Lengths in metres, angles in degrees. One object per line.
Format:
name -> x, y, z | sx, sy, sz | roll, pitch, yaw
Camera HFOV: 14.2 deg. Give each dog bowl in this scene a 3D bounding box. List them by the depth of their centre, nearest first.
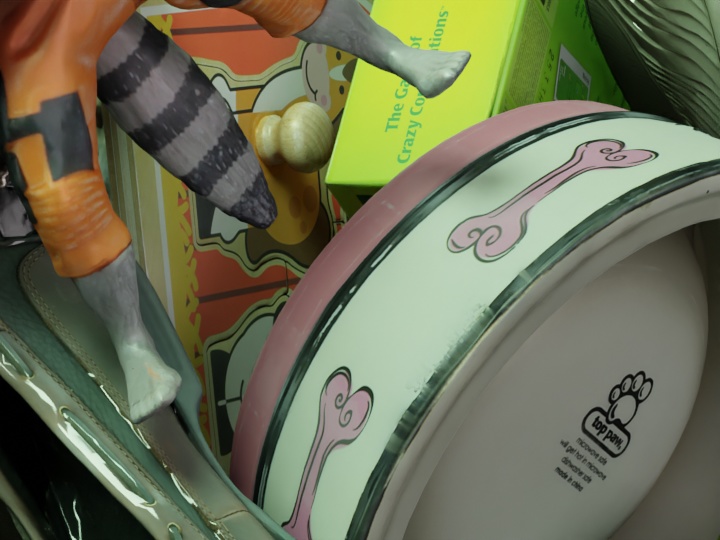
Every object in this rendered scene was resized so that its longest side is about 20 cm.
dog bowl -> 0.050, 0.043, 0.785 | 0.199, 0.074, 0.201 | -26, 135, -29

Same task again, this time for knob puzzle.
knob puzzle -> 0.000, 0.000, 0.861 | 0.219, 0.030, 0.222 | 9, 80, -57

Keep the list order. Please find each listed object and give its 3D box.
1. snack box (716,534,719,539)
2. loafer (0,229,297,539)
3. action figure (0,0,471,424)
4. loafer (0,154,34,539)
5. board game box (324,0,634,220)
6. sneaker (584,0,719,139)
snack box -> 0.117, 0.199, 0.783 | 0.168, 0.068, 0.201 | 34, 98, -2
loafer -> -0.056, 0.076, 0.710 | 0.063, 0.072, 0.201 | -6, 55, -44
action figure -> -0.102, -0.054, 0.691 | 0.193, 0.105, 0.200 | 43, 97, -10
loafer -> -0.094, 0.047, 0.807 | 0.073, 0.071, 0.202 | -19, 103, -35
board game box -> 0.050, -0.084, 0.865 | 0.102, 0.047, 0.201 | 55, 43, -52
sneaker -> 0.133, -0.072, 0.848 | 0.106, 0.075, 0.200 | -39, 151, -5
